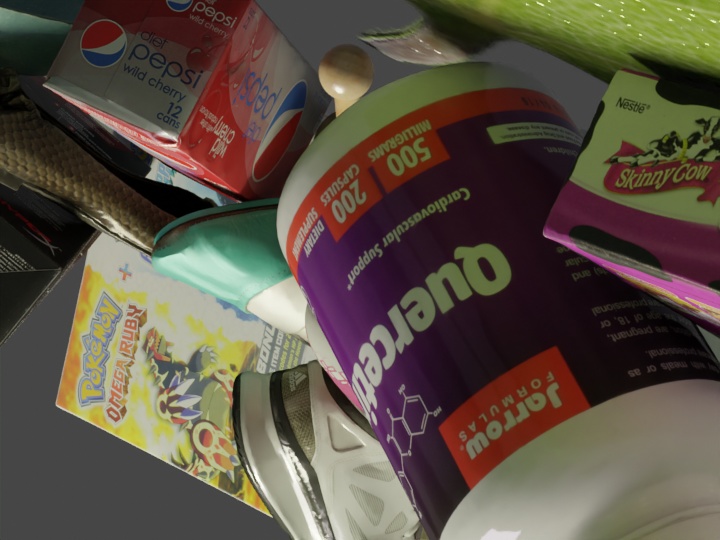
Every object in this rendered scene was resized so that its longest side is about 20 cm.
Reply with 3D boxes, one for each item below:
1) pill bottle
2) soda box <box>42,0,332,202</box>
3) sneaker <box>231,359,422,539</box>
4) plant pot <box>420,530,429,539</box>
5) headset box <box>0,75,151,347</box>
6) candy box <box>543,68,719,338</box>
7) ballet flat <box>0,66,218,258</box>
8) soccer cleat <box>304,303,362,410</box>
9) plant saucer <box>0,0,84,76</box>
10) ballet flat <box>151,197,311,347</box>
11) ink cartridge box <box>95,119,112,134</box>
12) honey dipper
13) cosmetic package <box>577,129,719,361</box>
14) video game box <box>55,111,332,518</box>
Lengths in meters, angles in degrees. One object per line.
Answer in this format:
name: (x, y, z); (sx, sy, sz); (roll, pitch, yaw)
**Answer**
pill bottle: (0.057, 0.035, 0.821); (0.112, 0.112, 0.200); (30, -153, -56)
soda box: (-0.067, -0.078, 1.046); (0.063, 0.070, 0.200); (27, 178, 11)
sneaker: (0.026, 0.109, 1.157); (0.115, 0.076, 0.201); (-15, 136, 13)
plant pot: (0.016, 0.042, 1.343); (0.200, 0.184, 0.200); (25, 177, 1)
headset box: (-0.194, -0.051, 1.184); (0.149, 0.077, 0.200); (40, -163, -5)
candy box: (0.172, 0.015, 0.756); (0.200, 0.061, 0.136); (29, 176, -40)
ballet flat: (-0.113, -0.042, 1.120); (0.200, 0.046, 0.067); (28, -177, -37)
soccer cleat: (0.067, 0.063, 1.048); (0.200, 0.070, 0.086); (36, 174, -11)
plant saucer: (-0.202, -0.130, 1.133); (0.199, 0.036, 0.200); (19, -169, -4)
ballet flat: (0.000, 0.000, 1.118); (0.199, 0.071, 0.067); (-9, 162, -38)
ink cartridge box: (-0.132, -0.074, 1.503); (0.144, 0.084, 0.200); (26, 177, -3)
honey dipper: (-0.003, -0.066, 1.069); (0.038, 0.038, 0.200); (25, 171, 4)
cosmetic package: (0.134, 0.030, 0.966); (0.074, 0.102, 0.200); (22, 177, 35)
video game box: (-0.061, 0.008, 1.253); (0.182, 0.201, 0.047); (24, -162, 34)
